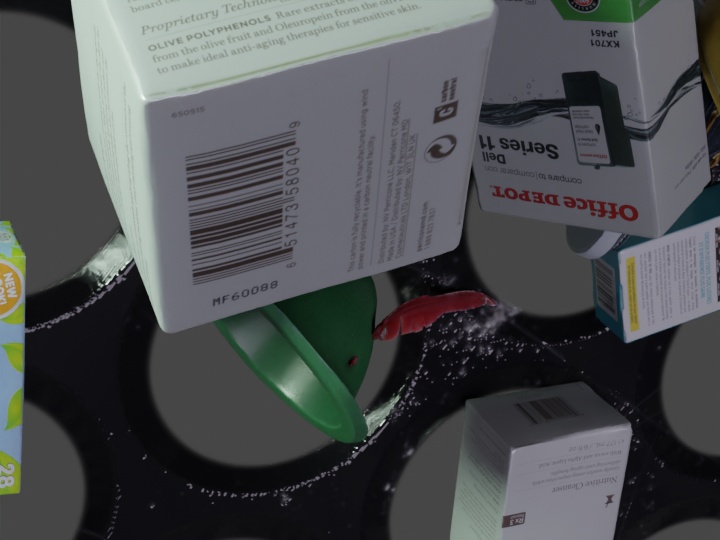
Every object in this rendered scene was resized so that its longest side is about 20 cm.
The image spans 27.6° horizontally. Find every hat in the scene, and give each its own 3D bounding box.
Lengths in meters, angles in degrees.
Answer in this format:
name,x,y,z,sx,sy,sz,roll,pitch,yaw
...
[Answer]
name,x,y,z,sx,sy,sz,roll,pitch,yaw
hat,0.000,0.000,0.984,0.176,0.200,0.166,-43,86,-16

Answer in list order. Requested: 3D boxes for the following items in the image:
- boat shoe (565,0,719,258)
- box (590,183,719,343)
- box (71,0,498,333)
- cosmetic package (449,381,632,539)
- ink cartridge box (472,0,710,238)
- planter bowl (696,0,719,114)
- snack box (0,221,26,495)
name,x,y,z,sx,sy,sz,roll,pitch,yaw
boat shoe,0.230,-0.089,1.061,0.090,0.071,0.201,21,102,-26
box,0.276,-0.019,1.129,0.199,0.049,0.083,-18,120,-15
box,-0.051,-0.108,0.837,0.198,0.172,0.200,-17,145,-16
cosmetic package,0.136,0.198,1.155,0.112,0.081,0.202,-8,116,-22
ink cartridge box,0.138,-0.131,0.949,0.083,0.146,0.201,-42,130,-39
planter bowl,0.273,-0.135,0.962,0.083,0.201,0.201,-23,127,24
snack box,-0.310,0.060,0.903,0.198,0.068,0.170,-4,114,-23
